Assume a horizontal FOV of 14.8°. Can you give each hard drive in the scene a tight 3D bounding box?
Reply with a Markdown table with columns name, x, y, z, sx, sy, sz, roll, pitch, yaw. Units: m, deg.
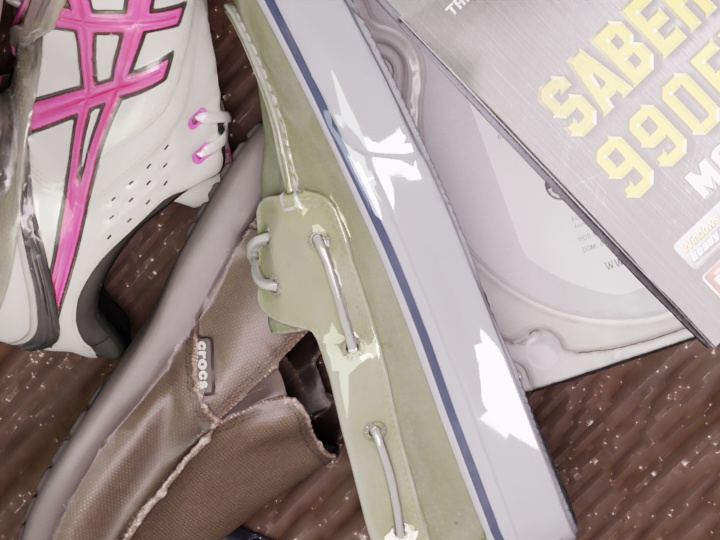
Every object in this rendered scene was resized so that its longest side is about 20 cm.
| name | x | y | z | sx | sy | sz | roll | pitch | yaw |
| --- | --- | --- | --- | --- | --- | --- | --- | --- | --- |
| hard drive | 0.068 | -0.074 | 0.826 | 0.139 | 0.038 | 0.201 | -19 | 91 | 23 |

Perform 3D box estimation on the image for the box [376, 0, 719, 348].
| name | x | y | z | sx | sy | sz | roll | pitch | yaw |
| --- | --- | --- | --- | --- | --- | --- | --- | --- | --- |
| box | 0.114 | -0.104 | 0.759 | 0.200 | 0.048 | 0.158 | -43 | 90 | 6 |

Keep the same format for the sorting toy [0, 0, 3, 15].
| name | x | y | z | sx | sy | sz | roll | pitch | yaw |
| --- | --- | --- | --- | --- | --- | --- | --- | --- | --- |
| sorting toy | -0.180 | -0.022 | 0.869 | 0.200 | 0.185 | 0.036 | -40 | 116 | 21 |

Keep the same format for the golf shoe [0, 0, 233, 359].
| name | x | y | z | sx | sy | sz | roll | pitch | yaw |
| --- | --- | --- | --- | --- | --- | --- | --- | --- | --- |
| golf shoe | -0.073 | -0.066 | 0.874 | 0.092 | 0.073 | 0.200 | 25 | 110 | -10 |

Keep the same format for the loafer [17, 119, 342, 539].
| name | x | y | z | sx | sy | sz | roll | pitch | yaw |
| --- | --- | --- | --- | --- | --- | --- | --- | --- | --- |
| loafer | -0.043 | 0.047 | 0.862 | 0.071 | 0.073 | 0.200 | 30 | 101 | 9 |

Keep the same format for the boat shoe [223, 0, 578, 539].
| name | x | y | z | sx | sy | sz | roll | pitch | yaw |
| --- | --- | --- | --- | --- | --- | --- | --- | --- | --- |
| boat shoe | 0.000 | 0.000 | 0.800 | 0.062 | 0.072 | 0.201 | -23 | 93 | 1 |

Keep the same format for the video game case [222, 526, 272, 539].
| name | x | y | z | sx | sy | sz | roll | pitch | yaw |
| --- | --- | --- | --- | --- | --- | --- | --- | --- | --- |
| video game case | -0.014 | 0.170 | 0.911 | 0.199 | 0.019 | 0.143 | 22 | 107 | 16 |
